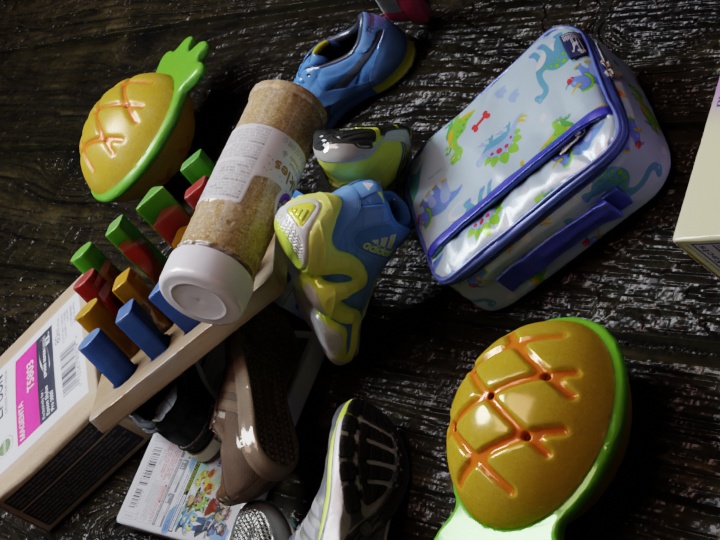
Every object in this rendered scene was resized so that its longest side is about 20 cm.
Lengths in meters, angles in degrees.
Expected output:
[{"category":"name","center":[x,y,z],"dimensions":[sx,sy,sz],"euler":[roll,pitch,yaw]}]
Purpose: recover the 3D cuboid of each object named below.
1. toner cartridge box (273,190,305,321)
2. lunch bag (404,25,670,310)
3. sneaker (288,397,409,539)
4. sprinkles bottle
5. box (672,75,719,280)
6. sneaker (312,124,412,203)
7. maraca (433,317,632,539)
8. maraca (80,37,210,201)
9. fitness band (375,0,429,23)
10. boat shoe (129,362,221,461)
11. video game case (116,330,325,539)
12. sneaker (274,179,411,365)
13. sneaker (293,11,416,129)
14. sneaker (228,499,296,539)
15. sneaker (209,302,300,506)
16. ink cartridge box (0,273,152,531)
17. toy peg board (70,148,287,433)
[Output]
[{"category":"toner cartridge box","center":[-0.075,-0.029,1.415],"dimensions":[0.095,0.043,0.200],"euler":[-58,34,0]},{"category":"lunch bag","center":[0.130,-0.075,1.167],"dimensions":[0.200,0.082,0.161],"euler":[-39,40,26]},{"category":"sneaker","center":[-0.020,0.187,1.147],"dimensions":[0.081,0.074,0.200],"euler":[-24,44,43]},{"category":"sprinkles bottle","center":[-0.089,-0.056,1.198],"dimensions":[0.068,0.068,0.200],"euler":[-16,43,44]},{"category":"box","center":[0.313,-0.078,0.924],"dimensions":[0.200,0.097,0.176],"euler":[-5,60,49]},{"category":"sneaker","center":[0.009,-0.073,1.253],"dimensions":[0.075,0.200,0.077],"euler":[-1,84,13]},{"category":"maraca","center":[0.109,0.122,1.004],"dimensions":[0.137,0.107,0.200],"euler":[-3,61,52]},{"category":"maraca","center":[-0.224,-0.160,1.637],"dimensions":[0.200,0.107,0.137],"euler":[-57,32,-2]},{"category":"fitness band","center":[0.039,-0.303,1.394],"dimensions":[0.037,0.200,0.144],"euler":[1,86,10]},{"category":"boat shoe","center":[-0.183,0.106,1.380],"dimensions":[0.075,0.066,0.199],"euler":[-54,33,5]},{"category":"video game case","center":[-0.122,0.143,1.353],"dimensions":[0.182,0.022,0.200],"euler":[1,63,52]},{"category":"sneaker","center":[0.000,0.000,1.217],"dimensions":[0.105,0.200,0.076],"euler":[-28,60,-9]},{"category":"sneaker","center":[-0.041,-0.176,1.466],"dimensions":[0.200,0.078,0.066],"euler":[-35,41,31]},{"category":"sneaker","center":[-0.100,0.259,1.167],"dimensions":[0.078,0.091,0.200],"euler":[-24,46,38]},{"category":"sneaker","center":[-0.098,0.103,1.270],"dimensions":[0.076,0.070,0.200],"euler":[-41,31,27]},{"category":"ink cartridge box","center":[-0.290,0.127,1.528],"dimensions":[0.165,0.075,0.200],"euler":[-42,37,19]},{"category":"toy peg board","center":[-0.166,0.004,1.306],"dimensions":[0.200,0.098,0.199],"euler":[-39,18,14]}]
